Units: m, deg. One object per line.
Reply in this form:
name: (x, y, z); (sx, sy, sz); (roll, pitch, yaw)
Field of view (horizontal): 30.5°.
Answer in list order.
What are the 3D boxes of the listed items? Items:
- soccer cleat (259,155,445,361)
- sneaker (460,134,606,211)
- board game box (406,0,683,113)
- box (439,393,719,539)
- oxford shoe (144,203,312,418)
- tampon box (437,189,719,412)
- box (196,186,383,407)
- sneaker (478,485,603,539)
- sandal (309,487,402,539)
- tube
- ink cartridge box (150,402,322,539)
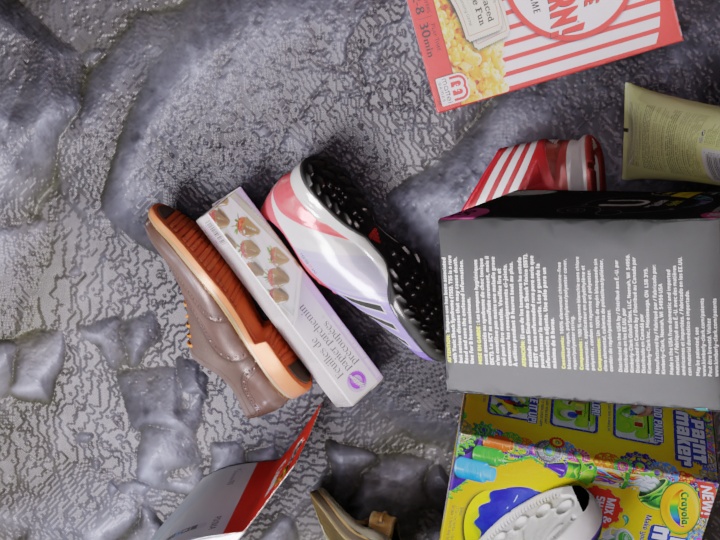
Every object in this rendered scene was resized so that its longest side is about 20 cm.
soccer cleat: (0.000, 0.000, 1.087); (0.073, 0.068, 0.200); (-35, 99, 36)
sneaker: (0.142, -0.007, 1.068); (0.114, 0.078, 0.203); (1, 99, 23)
board game box: (0.135, -0.225, 1.027); (0.197, 0.046, 0.154); (-16, 99, 10)
box: (0.162, 0.185, 1.035); (0.190, 0.122, 0.202); (9, 122, 5)
oxford shoe: (-0.126, 0.037, 1.101); (0.072, 0.071, 0.201); (-34, 95, 17)
tampon box: (0.174, 0.013, 0.925); (0.197, 0.149, 0.128); (2, 101, 28)
box: (-0.059, 0.024, 1.092); (0.039, 0.041, 0.201); (-40, 98, -21)
sneaker: (0.133, 0.264, 0.956); (0.146, 0.081, 0.200); (42, 102, -16)
sandal: (0.019, 0.228, 1.073); (0.054, 0.199, 0.081); (-25, 109, -23)
tube: (0.244, -0.096, 0.969); (0.052, 0.200, 0.058); (40, 85, -21)
ink cartridge box: (-0.116, 0.193, 1.083); (0.047, 0.160, 0.201); (38, 103, -2)
